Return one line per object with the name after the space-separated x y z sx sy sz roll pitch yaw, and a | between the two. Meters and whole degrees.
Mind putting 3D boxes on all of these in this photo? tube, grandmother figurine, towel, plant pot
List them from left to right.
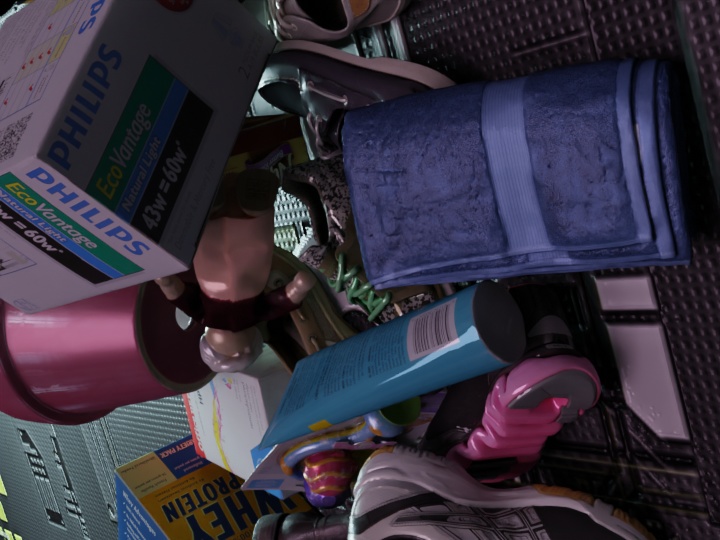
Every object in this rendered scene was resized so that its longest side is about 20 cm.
-0.216 0.038 0.956 0.178 0.200 0.202 -1 108 33 | plant pot
-0.096 0.009 0.841 0.201 0.120 0.061 101 178 -47 | grandmother figurine
0.011 0.061 0.696 0.199 0.078 0.050 -24 115 39 | tube
0.082 -0.051 0.614 0.199 0.048 0.113 -4 104 32 | towel

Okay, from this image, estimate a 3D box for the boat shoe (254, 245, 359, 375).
-0.056 0.051 0.910 0.201 0.063 0.073 49 141 27 | boat shoe

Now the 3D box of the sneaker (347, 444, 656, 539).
0.087 0.181 0.695 0.198 0.088 0.076 11 141 13 | sneaker

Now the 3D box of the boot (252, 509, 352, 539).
0.031 0.226 0.856 0.173 0.200 0.070 -18 52 30 | boot

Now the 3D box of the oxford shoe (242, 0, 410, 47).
-0.042 -0.185 0.767 0.199 0.057 0.076 0 110 56 | oxford shoe

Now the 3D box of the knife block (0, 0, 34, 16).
-0.277 -0.268 0.944 0.199 0.175 0.064 29 129 44 | knife block

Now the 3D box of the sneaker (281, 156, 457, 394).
0.000 0.000 0.763 0.201 0.088 0.077 66 150 22 | sneaker

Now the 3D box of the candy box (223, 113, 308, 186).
-0.146 -0.089 0.911 0.199 0.116 0.057 5 111 53 | candy box

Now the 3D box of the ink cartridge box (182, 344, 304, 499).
-0.110 0.123 1.020 0.199 0.067 0.117 10 116 53 | ink cartridge box

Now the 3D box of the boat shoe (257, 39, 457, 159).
-0.014 -0.108 0.742 0.199 0.063 0.073 18 167 46 | boat shoe

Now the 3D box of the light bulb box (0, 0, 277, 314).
-0.187 -0.095 0.751 0.199 0.199 0.125 -13 140 43 | light bulb box

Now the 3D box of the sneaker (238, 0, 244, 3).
-0.139 -0.204 0.896 0.070 0.108 0.200 56 175 13 | sneaker

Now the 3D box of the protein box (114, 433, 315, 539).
-0.137 0.301 1.095 0.198 0.134 0.201 39 136 37 | protein box

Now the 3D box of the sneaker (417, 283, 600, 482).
0.088 0.079 0.733 0.200 0.078 0.096 124 140 -50 | sneaker

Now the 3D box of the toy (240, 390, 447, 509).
-0.008 0.148 0.843 0.200 0.114 0.048 123 144 -49 | toy
